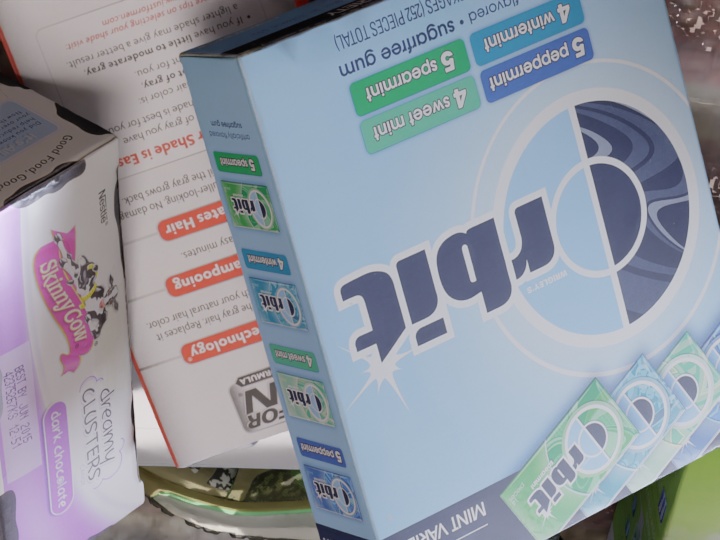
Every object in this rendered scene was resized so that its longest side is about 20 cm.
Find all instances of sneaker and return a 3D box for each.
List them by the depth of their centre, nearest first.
[{"bbox_3d":[-0.009,0.065,1.118,0.200,0.077,0.089,8,96,-5],"label":"sneaker"}]

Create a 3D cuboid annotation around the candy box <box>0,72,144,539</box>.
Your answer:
[{"bbox_3d":[-0.174,-0.003,0.974,0.200,0.072,0.168,28,135,32],"label":"candy box"}]

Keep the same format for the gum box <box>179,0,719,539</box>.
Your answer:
[{"bbox_3d":[0.044,-0.008,0.942,0.170,0.045,0.200,-25,107,-28],"label":"gum box"}]

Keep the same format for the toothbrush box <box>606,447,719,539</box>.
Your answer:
[{"bbox_3d":[0.188,0.095,1.117,0.146,0.086,0.200,8,129,-6],"label":"toothbrush box"}]

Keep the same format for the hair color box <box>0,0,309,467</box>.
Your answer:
[{"bbox_3d":[-0.053,-0.042,0.962,0.101,0.061,0.200,-18,108,4],"label":"hair color box"}]

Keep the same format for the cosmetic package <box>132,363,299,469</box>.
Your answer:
[{"bbox_3d":[0.000,0.000,1.040,0.200,0.052,0.151,1,115,-2],"label":"cosmetic package"}]
